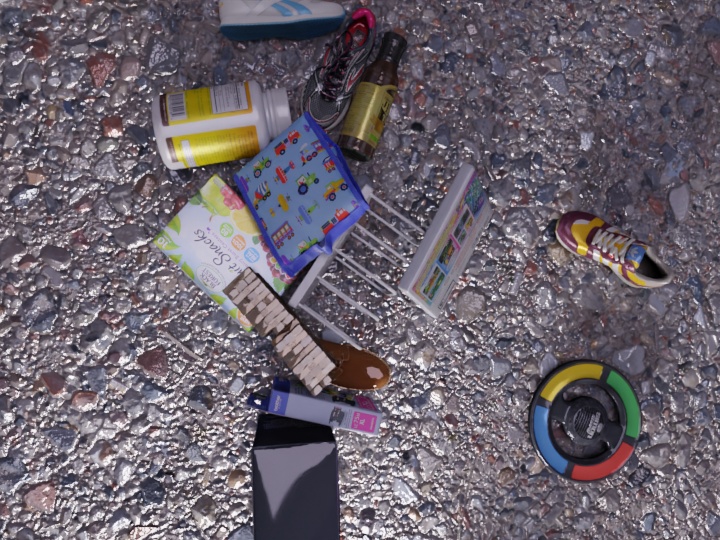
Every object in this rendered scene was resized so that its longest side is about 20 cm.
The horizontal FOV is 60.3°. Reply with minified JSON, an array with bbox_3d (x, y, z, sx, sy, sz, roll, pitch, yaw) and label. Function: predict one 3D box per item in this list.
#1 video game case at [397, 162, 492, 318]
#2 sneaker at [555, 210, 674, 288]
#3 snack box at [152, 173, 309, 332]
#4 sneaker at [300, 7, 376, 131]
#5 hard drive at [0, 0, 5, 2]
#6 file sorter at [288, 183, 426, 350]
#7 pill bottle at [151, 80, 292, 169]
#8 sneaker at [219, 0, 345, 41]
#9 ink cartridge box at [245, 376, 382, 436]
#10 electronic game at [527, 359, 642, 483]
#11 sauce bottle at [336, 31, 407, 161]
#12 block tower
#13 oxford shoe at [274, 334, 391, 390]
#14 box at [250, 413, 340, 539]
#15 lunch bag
[{"bbox_3d":[0.135,-0.037,0.942,0.023,0.182,0.202,27,85,25],"label":"video game case"},{"bbox_3d":[0.416,-0.038,1.012,0.197,0.090,0.076,28,86,-6],"label":"sneaker"},{"bbox_3d":[-0.197,-0.026,0.959,0.200,0.053,0.143,43,86,-4],"label":"snack box"},{"bbox_3d":[-0.036,-0.317,0.972,0.079,0.075,0.203,23,87,-6],"label":"sneaker"},{"bbox_3d":[-0.610,-0.492,0.931,0.130,0.027,0.203,-24,91,-7],"label":"hard drive"},{"bbox_3d":[0.000,0.000,0.933,0.123,0.139,0.202,33,86,0],"label":"file sorter"},{"bbox_3d":[-0.203,-0.221,0.933,0.196,0.109,0.112,-10,90,-6],"label":"pill bottle"},{"bbox_3d":[-0.121,-0.409,0.963,0.196,0.076,0.083,-3,87,-9],"label":"sneaker"},{"bbox_3d":[-0.071,0.199,0.936,0.196,0.119,0.043,12,88,-6],"label":"ink cartridge box"},{"bbox_3d":[0.372,0.249,1.027,0.196,0.042,0.205,0,89,-7],"label":"electronic game"},{"bbox_3d":[0.022,-0.276,0.982,0.064,0.065,0.203,20,88,-6],"label":"sauce bottle"},{"bbox_3d":[-0.112,0.087,0.905,0.054,0.058,0.201,-41,89,-1],"label":"block tower"},{"bbox_3d":[-0.042,0.144,0.967,0.196,0.071,0.073,18,86,-8],"label":"oxford shoe"},{"bbox_3d":[-0.093,0.326,0.893,0.121,0.198,0.205,-2,90,-6],"label":"box"},{"bbox_3d":[-0.078,-0.100,0.884,0.150,0.094,0.202,-37,50,12],"label":"lunch bag"}]
